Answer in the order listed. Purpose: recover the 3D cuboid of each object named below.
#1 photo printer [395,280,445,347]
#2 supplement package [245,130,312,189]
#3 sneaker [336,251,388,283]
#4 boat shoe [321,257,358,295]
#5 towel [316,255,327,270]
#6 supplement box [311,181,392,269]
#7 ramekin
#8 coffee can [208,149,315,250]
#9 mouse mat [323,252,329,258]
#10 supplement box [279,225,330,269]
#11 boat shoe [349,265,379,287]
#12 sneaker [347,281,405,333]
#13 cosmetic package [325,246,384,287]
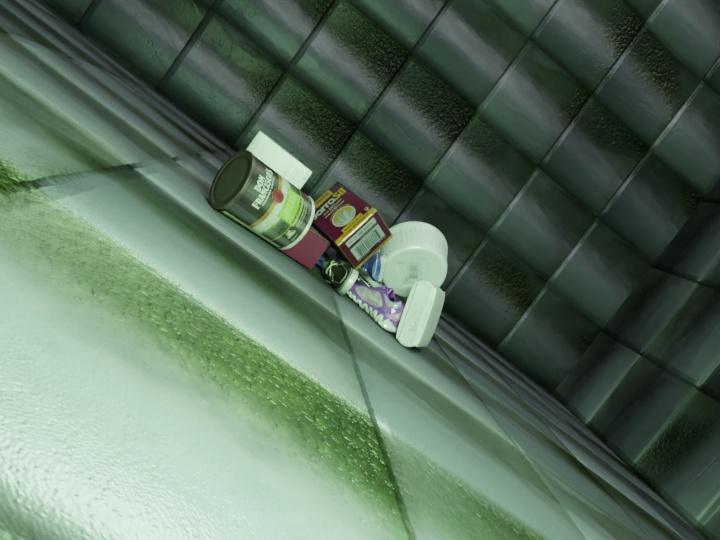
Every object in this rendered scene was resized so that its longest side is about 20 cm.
[{"bbox_3d":[0.158,0.113,1.666,0.069,0.169,0.200,19,0,16],"label":"photo printer"},{"bbox_3d":[-0.282,-0.289,2.006,0.199,0.192,0.147,37,4,-12],"label":"supplement package"},{"bbox_3d":[-0.002,-0.028,1.690,0.113,0.082,0.200,12,12,-13],"label":"sneaker"},{"bbox_3d":[-0.060,0.009,1.629,0.063,0.071,0.200,36,-3,-16],"label":"boat shoe"},{"bbox_3d":[-0.126,-0.040,1.851,0.144,0.024,0.200,39,3,9],"label":"towel"},{"bbox_3d":[-0.033,-0.116,1.639,0.200,0.131,0.103,41,-8,48],"label":"supplement box"},{"bbox_3d":[0.141,-0.022,1.757,0.199,0.200,0.098,35,31,-26],"label":"ramekin"},{"bbox_3d":[-0.221,-0.157,1.486,0.199,0.147,0.146,34,6,-40],"label":"coffee can"},{"bbox_3d":[-0.174,-0.114,1.929,0.160,0.008,0.200,33,-14,45],"label":"mouse mat"},{"bbox_3d":[-0.176,-0.100,1.645,0.110,0.086,0.200,35,6,-39],"label":"supplement box"},{"bbox_3d":[0.030,0.067,1.758,0.199,0.061,0.076,38,5,0],"label":"boat shoe"},{"bbox_3d":[0.041,0.070,1.656,0.200,0.089,0.080,40,7,33],"label":"sneaker"},{"bbox_3d":[0.000,0.000,1.864,0.200,0.052,0.150,46,-14,-13],"label":"cosmetic package"}]
